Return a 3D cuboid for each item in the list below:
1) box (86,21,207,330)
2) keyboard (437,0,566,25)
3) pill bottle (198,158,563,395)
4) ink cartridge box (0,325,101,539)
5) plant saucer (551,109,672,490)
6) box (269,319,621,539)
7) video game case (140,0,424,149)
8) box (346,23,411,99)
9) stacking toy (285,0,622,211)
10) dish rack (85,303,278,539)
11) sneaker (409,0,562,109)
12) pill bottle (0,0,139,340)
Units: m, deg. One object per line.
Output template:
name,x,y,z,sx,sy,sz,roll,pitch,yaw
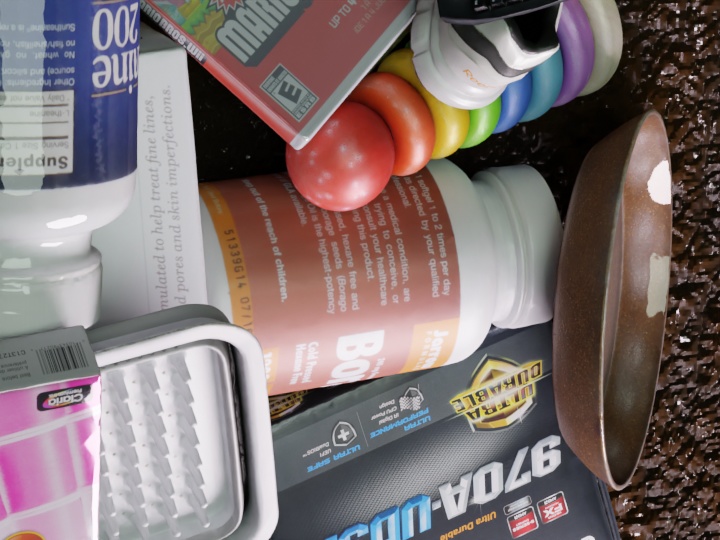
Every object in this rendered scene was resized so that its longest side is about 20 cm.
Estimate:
box,-0.186,-0.011,1.123,0.198,0.131,0.201,-8,107,-18
keyboard,0.042,-0.211,1.081,0.040,0.103,0.202,20,59,-58
pill bottle,0.000,0.000,1.205,0.198,0.112,0.113,-9,107,-17
ink cartridge box,-0.163,0.112,1.018,0.094,0.037,0.201,-10,137,-18
plant saucer,0.133,0.014,1.238,0.034,0.200,0.202,6,104,15
box,0.032,0.119,1.284,0.199,0.046,0.160,-22,110,-14
video game case,-0.062,-0.173,1.125,0.200,0.017,0.143,41,64,-4
box,0.029,-0.185,1.202,0.200,0.050,0.075,-47,113,-3
stacking toy,0.040,-0.093,1.179,0.199,0.085,0.086,-31,114,-32
dish rack,-0.140,0.091,1.065,0.198,0.044,0.173,-15,135,-12
sneaker,0.078,-0.180,1.125,0.073,0.080,0.202,10,78,-27
pill bottle,-0.149,-0.078,0.987,0.110,0.111,0.202,-2,104,-20
